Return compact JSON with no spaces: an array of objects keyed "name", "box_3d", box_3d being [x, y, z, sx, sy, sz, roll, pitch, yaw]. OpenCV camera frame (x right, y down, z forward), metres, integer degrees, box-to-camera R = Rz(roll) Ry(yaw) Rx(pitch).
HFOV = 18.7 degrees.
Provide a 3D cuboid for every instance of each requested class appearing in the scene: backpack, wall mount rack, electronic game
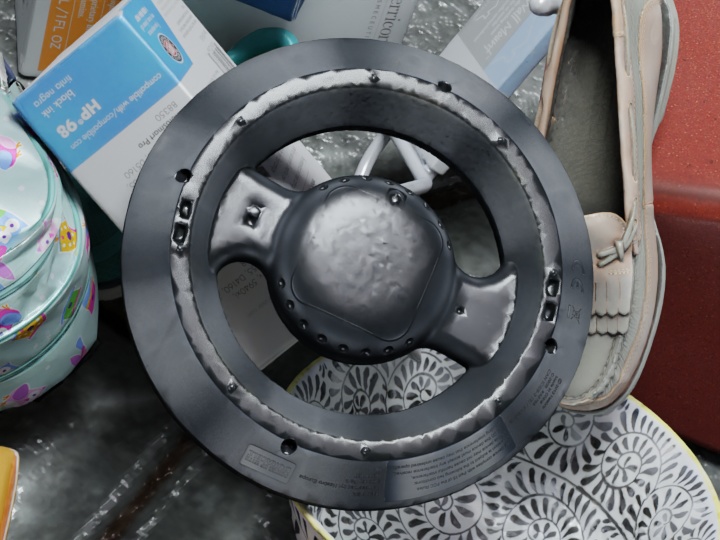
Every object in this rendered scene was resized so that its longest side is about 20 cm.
[{"name":"backpack","box_3d":[-0.203,-0.026,0.970,0.167,0.127,0.200,-32,59,-11]},{"name":"wall mount rack","box_3d":[0.045,-0.101,1.053,0.075,0.200,0.174,31,17,-30]},{"name":"electronic game","box_3d":[0.000,0.000,0.907,0.200,0.042,0.200,2,77,-11]}]

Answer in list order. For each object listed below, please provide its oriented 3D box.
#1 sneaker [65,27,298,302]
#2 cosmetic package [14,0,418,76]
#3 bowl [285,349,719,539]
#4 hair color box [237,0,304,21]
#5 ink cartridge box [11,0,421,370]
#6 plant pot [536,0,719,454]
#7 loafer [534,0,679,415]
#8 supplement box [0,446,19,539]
[{"name":"sneaker","box_3d":[-0.099,-0.058,1.085,0.077,0.080,0.200,36,51,12]},{"name":"cosmetic package","box_3d":[-0.076,-0.152,1.155,0.200,0.101,0.071,2,52,-15]},{"name":"bowl","box_3d":[0.050,0.123,0.964,0.201,0.094,0.201,12,33,-8]},{"name":"hair color box","box_3d":[-0.043,-0.224,1.117,0.100,0.061,0.200,22,47,0]},{"name":"ink cartridge box","box_3d":[-0.059,-0.030,0.986,0.200,0.067,0.116,50,12,-10]},{"name":"plant pot","box_3d":[0.171,-0.036,1.091,0.176,0.200,0.200,8,49,5]},{"name":"loafer","box_3d":[0.097,-0.037,0.965,0.072,0.063,0.200,5,87,26]},{"name":"supplement box","box_3d":[-0.248,0.096,0.920,0.200,0.067,0.069,15,46,-7]}]
